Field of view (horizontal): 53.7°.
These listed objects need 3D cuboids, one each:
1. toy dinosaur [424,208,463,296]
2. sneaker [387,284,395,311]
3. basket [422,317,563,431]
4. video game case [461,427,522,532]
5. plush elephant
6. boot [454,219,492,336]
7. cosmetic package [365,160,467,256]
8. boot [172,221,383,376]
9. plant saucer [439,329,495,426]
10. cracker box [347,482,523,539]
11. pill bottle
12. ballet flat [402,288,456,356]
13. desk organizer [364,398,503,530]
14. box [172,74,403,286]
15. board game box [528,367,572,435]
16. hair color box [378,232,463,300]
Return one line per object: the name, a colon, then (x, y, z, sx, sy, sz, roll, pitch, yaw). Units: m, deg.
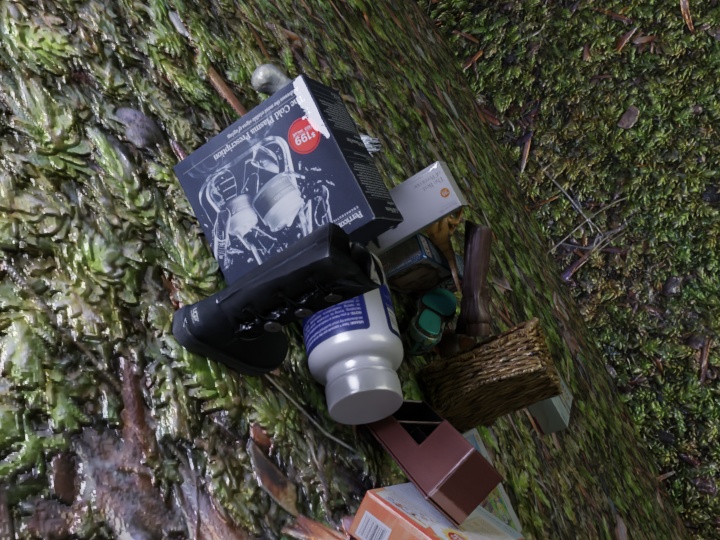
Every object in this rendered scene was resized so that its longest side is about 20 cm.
toy dinosaur: (0.140, -0.063, 1.236, 0.106, 0.060, 0.200, -40, 106, -35)
sneaker: (0.000, 0.000, 1.074, 0.200, 0.075, 0.079, 61, 20, 2)
basket: (0.201, 0.147, 1.155, 0.143, 0.200, 0.149, 42, 30, -47)
video game case: (0.183, 0.348, 1.110, 0.200, 0.022, 0.183, 6, 57, -63)
plush elephant: (-0.089, -0.156, 1.005, 0.199, 0.165, 0.155, 25, 69, -3)
boot: (0.202, 0.014, 1.263, 0.186, 0.064, 0.201, 107, -18, -87)
cosmetic package: (0.067, -0.092, 1.161, 0.083, 0.200, 0.051, 61, 21, 4)
boot: (-0.063, 0.035, 0.725, 0.165, 0.200, 0.066, 23, 42, -56)
plant saucer: (0.217, 0.197, 1.359, 0.200, 0.032, 0.201, 47, 24, -29)
cracker box: (0.094, 0.309, 0.834, 0.134, 0.058, 0.200, 28, 5, 32)
pill bottle: (-0.011, 0.081, 0.890, 0.120, 0.119, 0.200, 36, 33, -46)
ballet flat: (0.115, 0.090, 1.226, 0.074, 0.074, 0.200, 59, 26, -4)
desk organizer: (0.078, 0.210, 0.861, 0.072, 0.077, 0.200, 48, -5, -28)
box: (-0.084, -0.090, 0.835, 0.183, 0.200, 0.104, 62, 21, 7)
board game box: (0.434, 0.280, 1.679, 0.148, 0.064, 0.200, 62, 23, 1)
hair color box: (0.112, -0.001, 1.279, 0.200, 0.100, 0.061, 24, 43, -55)
